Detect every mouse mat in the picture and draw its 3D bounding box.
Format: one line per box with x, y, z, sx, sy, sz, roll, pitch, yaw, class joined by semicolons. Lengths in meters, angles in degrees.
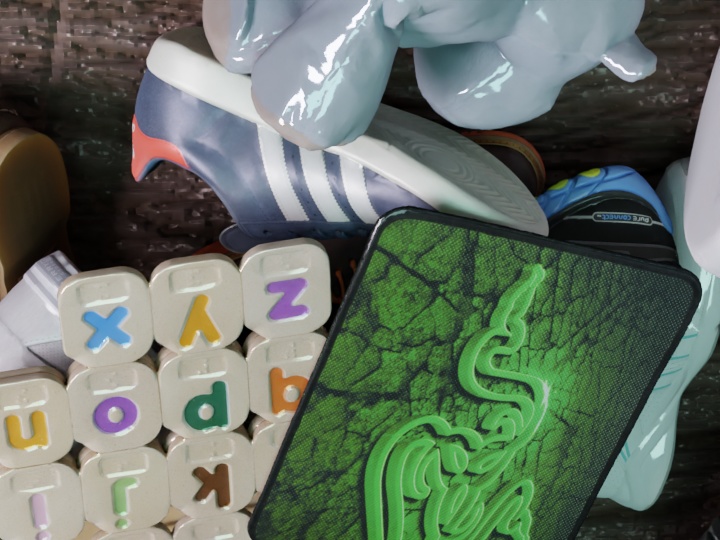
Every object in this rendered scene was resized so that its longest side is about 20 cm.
0.051;0.065;1.049;0.161;0.008;0.200;12;123;-18;mouse mat

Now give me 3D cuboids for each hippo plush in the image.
0.041;-0.143;0.994;0.161;0.159;0.200;6;143;-42;hippo plush

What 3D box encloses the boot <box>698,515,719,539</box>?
0.228;0.158;1.191;0.211;0.079;0.158;-18;151;-26;boot

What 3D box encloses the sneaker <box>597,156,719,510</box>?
0.128;0.033;1.123;0.080;0.070;0.201;10;121;-6;sneaker

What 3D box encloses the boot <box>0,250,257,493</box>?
-0.126;0.076;1.100;0.096;0.074;0.200;-43;136;-3;boot

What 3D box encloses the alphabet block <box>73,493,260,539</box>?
-0.049;0.237;1.162;0.196;0.200;0.196;-10;122;4;alphabet block

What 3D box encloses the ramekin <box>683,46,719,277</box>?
0.214;-0.074;0.992;0.098;0.201;0.201;16;119;-4;ramekin

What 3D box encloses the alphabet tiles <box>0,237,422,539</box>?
-0.070;0.071;1.040;0.200;0.015;0.196;-10;127;-9;alphabet tiles

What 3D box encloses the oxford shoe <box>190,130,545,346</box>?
0.000;0.000;1.094;0.200;0.073;0.071;-28;118;13;oxford shoe

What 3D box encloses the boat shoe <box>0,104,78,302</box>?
-0.175;0.003;1.096;0.070;0.070;0.200;24;132;26;boat shoe

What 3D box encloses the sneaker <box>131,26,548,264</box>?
-0.014;-0.036;1.046;0.200;0.075;0.085;26;110;10;sneaker

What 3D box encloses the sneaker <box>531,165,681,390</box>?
0.064;0.032;1.076;0.200;0.071;0.083;-36;75;14;sneaker
